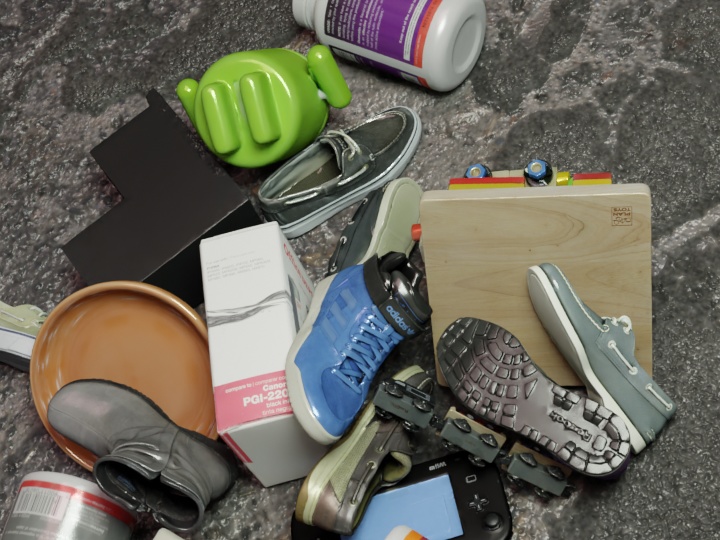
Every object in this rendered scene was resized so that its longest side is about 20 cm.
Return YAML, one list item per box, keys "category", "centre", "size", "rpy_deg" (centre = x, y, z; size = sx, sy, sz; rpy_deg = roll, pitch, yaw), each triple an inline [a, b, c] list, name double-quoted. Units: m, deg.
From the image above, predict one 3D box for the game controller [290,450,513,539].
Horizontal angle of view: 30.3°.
- category: "game controller"
  centre: [0.035, 0.228, 1.196]
  size: [0.198, 0.042, 0.105]
  rpy_deg: [-17, 59, 4]

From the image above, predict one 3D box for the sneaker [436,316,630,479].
- category: "sneaker"
  centre: [0.151, 0.122, 1.190]
  size: [0.200, 0.088, 0.076]
  rpy_deg: [38, 84, 22]

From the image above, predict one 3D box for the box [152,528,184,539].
- category: "box"
  centre: [-0.104, 0.327, 1.125]
  size: [0.199, 0.128, 0.109]
  rpy_deg: [25, 70, 26]

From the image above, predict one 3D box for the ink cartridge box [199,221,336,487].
- category: "ink cartridge box"
  centre: [-0.084, 0.078, 1.249]
  size: [0.084, 0.146, 0.201]
  rpy_deg: [-16, 59, 7]

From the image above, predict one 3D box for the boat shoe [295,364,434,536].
- category: "boat shoe"
  centre: [0.017, 0.166, 1.202]
  size: [0.064, 0.074, 0.200]
  rpy_deg: [28, 51, 18]

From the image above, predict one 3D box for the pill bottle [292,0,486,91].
- category: "pill bottle"
  centre: [0.029, -0.273, 1.438]
  size: [0.199, 0.113, 0.113]
  rpy_deg: [23, 69, 24]

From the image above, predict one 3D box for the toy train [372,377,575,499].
- category: "toy train"
  centre: [0.101, 0.149, 1.186]
  size: [0.199, 0.046, 0.034]
  rpy_deg: [27, 110, -4]

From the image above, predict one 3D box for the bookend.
- category: "bookend"
  centre: [-0.229, -0.051, 1.391]
  size: [0.200, 0.092, 0.199]
  rpy_deg: [-38, 58, -7]

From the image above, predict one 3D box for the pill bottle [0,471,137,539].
- category: "pill bottle"
  centre: [-0.283, 0.294, 1.197]
  size: [0.113, 0.114, 0.202]
  rpy_deg: [7, 64, 18]

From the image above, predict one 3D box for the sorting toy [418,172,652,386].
- category: "sorting toy"
  centre: [0.163, 0.004, 1.214]
  size: [0.198, 0.200, 0.070]
  rpy_deg: [-1, 31, 11]

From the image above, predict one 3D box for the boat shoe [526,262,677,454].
- category: "boat shoe"
  centre: [0.213, 0.067, 1.172]
  size: [0.062, 0.201, 0.073]
  rpy_deg: [-34, 16, -4]

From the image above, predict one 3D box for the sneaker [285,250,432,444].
- category: "sneaker"
  centre: [0.005, 0.057, 1.164]
  size: [0.111, 0.077, 0.201]
  rpy_deg: [-27, 26, 28]

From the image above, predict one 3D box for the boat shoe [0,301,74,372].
- category: "boat shoe"
  centre: [-0.350, 0.064, 1.369]
  size: [0.198, 0.072, 0.062]
  rpy_deg: [16, 68, 25]

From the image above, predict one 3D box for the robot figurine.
- category: "robot figurine"
  centre: [-0.099, -0.170, 1.378]
  size: [0.174, 0.200, 0.117]
  rpy_deg: [-14, 97, 17]

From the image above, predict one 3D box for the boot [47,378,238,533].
- category: "boot"
  centre: [-0.212, 0.160, 1.195]
  size: [0.198, 0.132, 0.070]
  rpy_deg: [19, 100, 10]

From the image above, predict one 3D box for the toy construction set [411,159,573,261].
- category: "toy construction set"
  centre: [0.149, -0.044, 1.299]
  size: [0.198, 0.092, 0.132]
  rpy_deg: [4, 62, 4]

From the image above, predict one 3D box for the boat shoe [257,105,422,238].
- category: "boat shoe"
  centre: [-0.019, -0.110, 1.383]
  size: [0.200, 0.071, 0.072]
  rpy_deg: [-39, 59, -9]

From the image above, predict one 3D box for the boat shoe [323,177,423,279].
- category: "boat shoe"
  centre: [-0.001, -0.001, 1.323]
  size: [0.066, 0.074, 0.201]
  rpy_deg: [1, 67, 47]

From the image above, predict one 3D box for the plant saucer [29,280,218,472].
- category: "plant saucer"
  centre: [-0.218, 0.105, 1.276]
  size: [0.198, 0.037, 0.202]
  rpy_deg: [3, 105, 10]

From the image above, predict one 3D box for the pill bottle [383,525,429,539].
- category: "pill bottle"
  centre: [0.087, 0.305, 1.087]
  size: [0.199, 0.110, 0.110]
  rpy_deg: [31, 72, 13]
